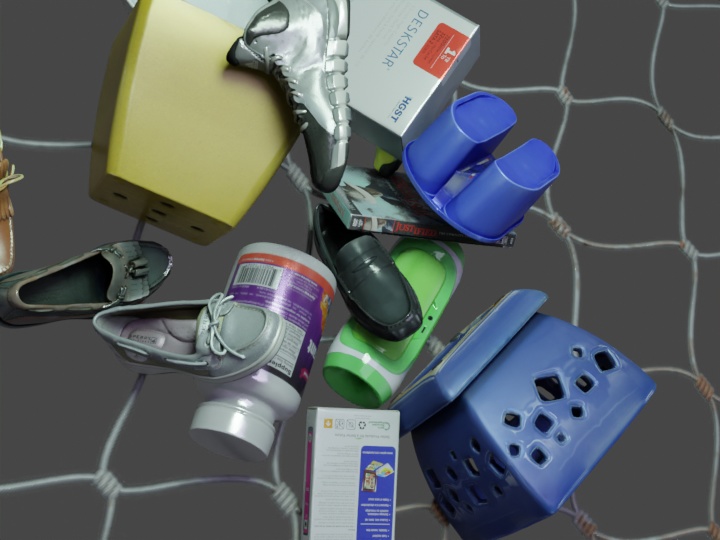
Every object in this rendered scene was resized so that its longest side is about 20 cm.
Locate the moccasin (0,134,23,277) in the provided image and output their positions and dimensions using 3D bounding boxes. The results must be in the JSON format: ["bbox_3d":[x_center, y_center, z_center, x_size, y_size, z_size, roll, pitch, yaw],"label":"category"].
[{"bbox_3d":[-0.370,-0.091,1.250,0.073,0.078,0.203,-2,79,-28],"label":"moccasin"}]

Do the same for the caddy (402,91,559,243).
[{"bbox_3d":[0.124,-0.106,1.383,0.141,0.105,0.200,46,29,7],"label":"caddy"}]

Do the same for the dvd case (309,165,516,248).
[{"bbox_3d":[0.057,-0.073,1.421,0.198,0.146,0.022,5,115,-22],"label":"dvd case"}]

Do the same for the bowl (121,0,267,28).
[{"bbox_3d":[-0.180,-0.307,1.397,0.199,0.090,0.203,8,63,-17],"label":"bowl"}]

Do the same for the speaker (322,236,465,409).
[{"bbox_3d":[0.038,0.048,1.391,0.088,0.088,0.201,37,62,-9],"label":"speaker"}]

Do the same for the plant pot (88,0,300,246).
[{"bbox_3d":[-0.173,-0.137,1.302,0.199,0.200,0.178,23,75,-16],"label":"plant pot"}]

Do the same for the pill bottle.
[{"bbox_3d":[-0.102,0.084,1.298,0.111,0.111,0.201,25,65,-15],"label":"pill bottle"}]

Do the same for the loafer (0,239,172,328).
[{"bbox_3d":[-0.263,0.014,1.261,0.199,0.063,0.073,-17,92,-37],"label":"loafer"}]

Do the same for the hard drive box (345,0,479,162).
[{"bbox_3d":[0.008,-0.240,1.418,0.199,0.077,0.156,32,78,14],"label":"hard drive box"}]

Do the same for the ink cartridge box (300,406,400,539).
[{"bbox_3d":[-0.011,0.241,1.320,0.094,0.037,0.202,5,82,-23],"label":"ink cartridge box"}]

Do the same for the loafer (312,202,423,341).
[{"bbox_3d":[0.000,0.000,1.341,0.068,0.071,0.201,-33,44,-5],"label":"loafer"}]

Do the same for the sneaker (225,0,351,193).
[{"bbox_3d":[-0.070,-0.172,1.211,0.114,0.075,0.202,2,78,-13],"label":"sneaker"}]

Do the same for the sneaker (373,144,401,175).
[{"bbox_3d":[0.025,-0.200,1.480,0.089,0.078,0.202,13,62,-12],"label":"sneaker"}]

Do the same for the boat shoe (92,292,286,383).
[{"bbox_3d":[-0.164,0.060,1.232,0.065,0.200,0.075,47,51,-48],"label":"boat shoe"}]

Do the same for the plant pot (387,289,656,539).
[{"bbox_3d":[0.153,0.146,1.352,0.180,0.200,0.200,46,61,3],"label":"plant pot"}]
